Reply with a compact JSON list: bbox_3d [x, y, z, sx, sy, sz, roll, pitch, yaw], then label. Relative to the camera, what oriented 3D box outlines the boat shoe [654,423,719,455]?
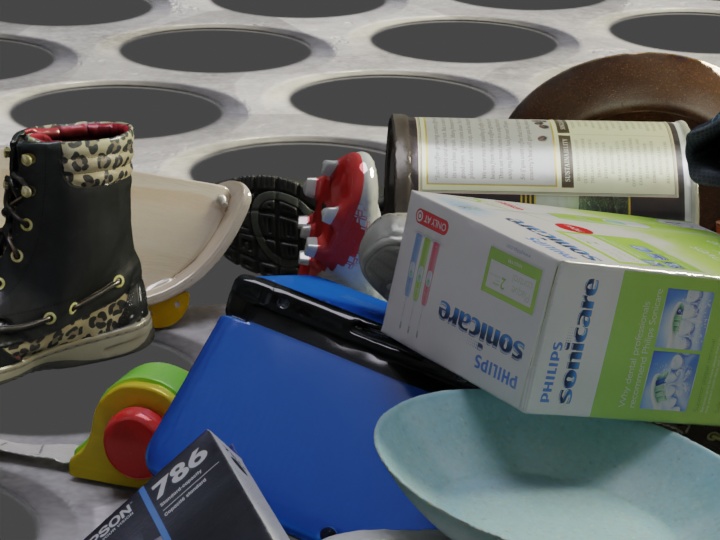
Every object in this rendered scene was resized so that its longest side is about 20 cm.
[{"bbox_3d":[0.203,0.119,1.378,0.200,0.072,0.059,22,23,33],"label":"boat shoe"}]

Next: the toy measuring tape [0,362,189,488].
[{"bbox_3d":[-0.152,0.083,1.456,0.199,0.074,0.074,8,20,19],"label":"toy measuring tape"}]

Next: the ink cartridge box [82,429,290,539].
[{"bbox_3d":[-0.088,0.143,1.252,0.099,0.039,0.200,-42,23,-1],"label":"ink cartridge box"}]

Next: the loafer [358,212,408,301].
[{"bbox_3d":[0.081,-0.002,1.452,0.200,0.070,0.070,17,47,-36],"label":"loafer"}]

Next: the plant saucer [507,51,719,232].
[{"bbox_3d":[0.195,-0.069,1.786,0.200,0.201,0.035,1,45,-1],"label":"plant saucer"}]

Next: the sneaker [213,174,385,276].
[{"bbox_3d":[-0.021,-0.032,1.834,0.199,0.076,0.091,7,8,-4],"label":"sneaker"}]

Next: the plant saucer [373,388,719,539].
[{"bbox_3d":[0.101,0.115,1.231,0.200,0.039,0.201,10,18,-3],"label":"plant saucer"}]

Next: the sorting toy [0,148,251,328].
[{"bbox_3d":[-0.205,-0.027,1.751,0.200,0.107,0.180,9,1,-24],"label":"sorting toy"}]

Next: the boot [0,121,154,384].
[{"bbox_3d":[-0.228,-0.010,1.596,0.203,0.154,0.073,-10,21,-29],"label":"boot"}]

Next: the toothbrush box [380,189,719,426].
[{"bbox_3d":[0.136,0.022,1.354,0.200,0.086,0.146,4,14,-32],"label":"toothbrush box"}]

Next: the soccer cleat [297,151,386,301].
[{"bbox_3d":[0.000,0.000,1.550,0.085,0.200,0.069,6,48,-9],"label":"soccer cleat"}]

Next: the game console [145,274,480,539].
[{"bbox_3d":[0.010,0.088,1.411,0.200,0.119,0.171,22,7,18],"label":"game console"}]

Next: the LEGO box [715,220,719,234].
[{"bbox_3d":[0.309,0.043,1.484,0.199,0.149,0.077,-5,19,-18],"label":"LEGO box"}]

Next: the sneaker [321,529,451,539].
[{"bbox_3d":[0.066,0.156,1.266,0.199,0.074,0.116,9,16,-4],"label":"sneaker"}]

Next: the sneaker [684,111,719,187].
[{"bbox_3d":[0.257,-0.056,1.451,0.095,0.080,0.200,-17,14,-20],"label":"sneaker"}]

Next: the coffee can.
[{"bbox_3d":[0.118,-0.031,1.695,0.199,0.147,0.146,1,18,-2],"label":"coffee can"}]
